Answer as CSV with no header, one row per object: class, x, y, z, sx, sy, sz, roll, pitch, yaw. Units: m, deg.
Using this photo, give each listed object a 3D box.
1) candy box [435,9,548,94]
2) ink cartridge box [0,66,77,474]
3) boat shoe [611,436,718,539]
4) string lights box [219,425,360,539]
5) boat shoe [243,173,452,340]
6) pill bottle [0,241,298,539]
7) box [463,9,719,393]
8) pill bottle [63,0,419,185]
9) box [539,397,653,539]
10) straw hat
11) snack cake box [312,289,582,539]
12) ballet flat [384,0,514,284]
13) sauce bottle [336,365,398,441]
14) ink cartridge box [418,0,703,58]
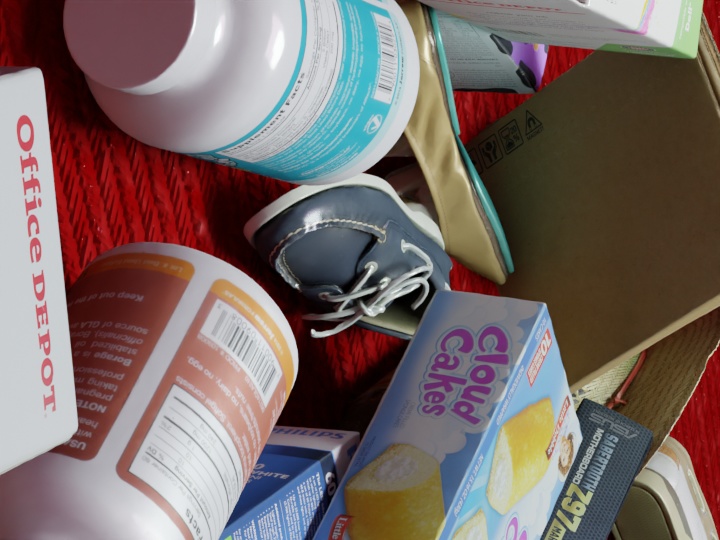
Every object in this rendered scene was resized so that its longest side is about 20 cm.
candy box,0.051,-0.217,1.648,0.200,0.071,0.168,44,54,-57
ink cartridge box,-0.214,0.012,1.041,0.200,0.144,0.146,-23,112,-61
boat shoe,0.223,0.207,2.022,0.068,0.075,0.200,-47,132,-45
string lights box,-0.063,0.156,1.455,0.200,0.059,0.103,-31,120,-60
boat shoe,0.000,0.000,1.553,0.062,0.075,0.200,67,12,18
pill bottle,-0.111,0.092,1.295,0.200,0.112,0.112,-63,145,-40
box,0.142,-0.037,1.651,0.021,0.200,0.164,-4,68,-43
pill bottle,-0.059,-0.105,1.388,0.200,0.111,0.111,13,80,-63
box,0.091,0.191,1.675,0.158,0.051,0.200,-58,173,-45
straw hat,0.130,0.074,1.807,0.085,0.201,0.201,38,45,-8
snack cake box,0.044,0.122,1.522,0.200,0.067,0.115,-63,148,-35
ballet flat,0.033,-0.067,1.641,0.069,0.063,0.200,-108,179,-54
sauce bottle,0.052,0.069,1.682,0.200,0.066,0.066,-38,125,-60
ink cartridge box,0.092,-0.162,1.526,0.200,0.117,0.068,13,86,-64
